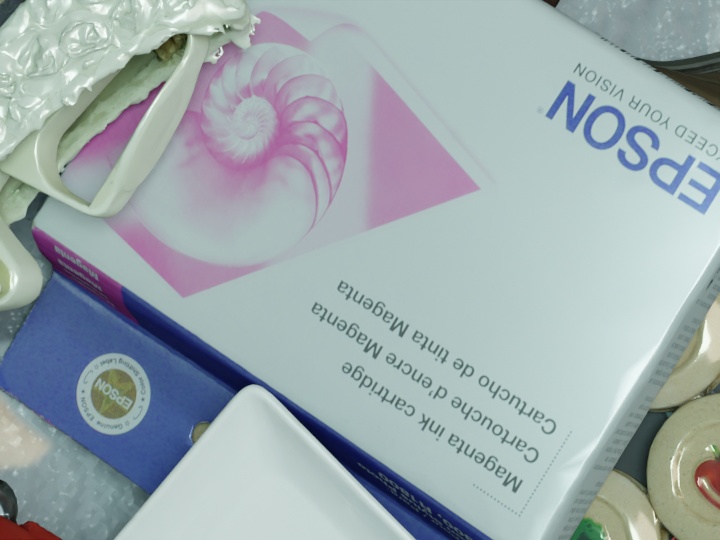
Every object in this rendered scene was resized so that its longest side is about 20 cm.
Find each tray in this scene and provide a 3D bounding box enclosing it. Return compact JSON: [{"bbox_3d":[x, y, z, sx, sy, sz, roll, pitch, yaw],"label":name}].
[{"bbox_3d":[0.008,0.138,0.768,0.200,0.022,0.107,45,109,9],"label":"tray"}]

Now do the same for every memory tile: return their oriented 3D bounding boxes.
[{"bbox_3d":[0.027,0.053,0.802,0.199,0.017,0.154,-29,77,14],"label":"memory tile"}]

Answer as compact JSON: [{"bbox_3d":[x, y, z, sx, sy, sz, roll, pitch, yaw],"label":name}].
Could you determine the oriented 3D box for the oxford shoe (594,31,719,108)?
[{"bbox_3d":[0.124,-0.035,0.881,0.199,0.084,0.073,3,117,-34],"label":"oxford shoe"}]

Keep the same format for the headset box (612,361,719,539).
[{"bbox_3d":[0.074,0.084,0.834,0.148,0.075,0.201,-1,84,16],"label":"headset box"}]

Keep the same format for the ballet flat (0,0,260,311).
[{"bbox_3d":[-0.108,-0.029,0.772,0.072,0.072,0.200,41,102,-12],"label":"ballet flat"}]

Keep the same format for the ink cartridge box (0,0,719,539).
[{"bbox_3d":[0.000,0.000,0.787,0.196,0.043,0.201,32,93,18],"label":"ink cartridge box"}]

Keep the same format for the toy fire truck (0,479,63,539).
[{"bbox_3d":[-0.150,0.119,0.734,0.200,0.049,0.141,36,104,-20],"label":"toy fire truck"}]

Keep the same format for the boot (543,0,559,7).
[{"bbox_3d":[0.090,-0.151,0.900,0.200,0.072,0.167,10,114,-56],"label":"boot"}]

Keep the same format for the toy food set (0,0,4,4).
[{"bbox_3d":[-0.132,-0.189,0.712,0.143,0.201,0.060,38,39,18],"label":"toy food set"}]
